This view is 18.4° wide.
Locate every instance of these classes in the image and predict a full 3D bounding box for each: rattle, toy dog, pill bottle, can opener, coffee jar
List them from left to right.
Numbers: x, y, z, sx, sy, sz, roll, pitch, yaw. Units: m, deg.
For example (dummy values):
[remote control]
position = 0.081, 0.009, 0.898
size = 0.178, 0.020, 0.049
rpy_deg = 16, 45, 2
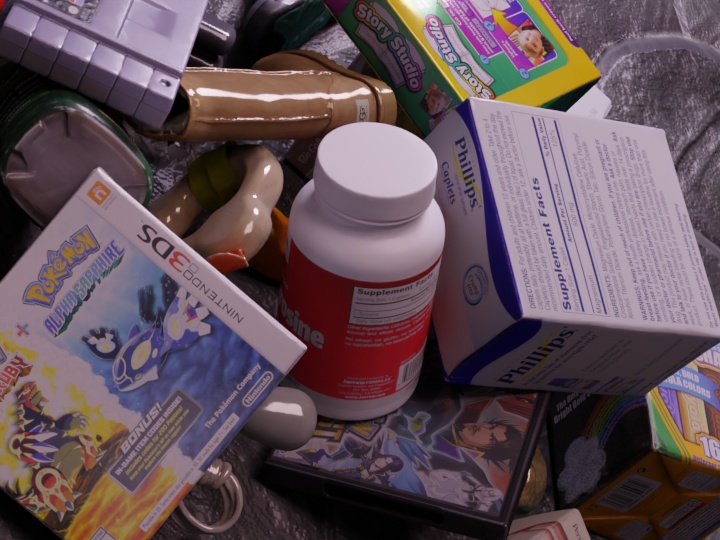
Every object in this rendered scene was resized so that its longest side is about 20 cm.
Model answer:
[coffee jar]
position = -0.210, -0.093, 1.541
size = 0.104, 0.085, 0.200
rpy_deg = 43, 4, -26
[can opener]
position = -0.191, -0.217, 1.732
size = 0.199, 0.053, 0.067
rpy_deg = 26, 30, -7
[toy dog]
position = -0.137, 0.076, 1.521
size = 0.200, 0.132, 0.096
rpy_deg = 40, 0, -15
[rattle]
position = -0.082, 0.003, 1.601
size = 0.143, 0.130, 0.200
rpy_deg = 68, -7, -27
[pill bottle]
position = 0.000, 0.000, 1.583
size = 0.111, 0.201, 0.113
rpy_deg = 5, 39, -4

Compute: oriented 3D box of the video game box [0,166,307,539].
[video game box]
position = -0.165, 0.066, 1.436
size = 0.182, 0.200, 0.047
rpy_deg = 40, -4, -5

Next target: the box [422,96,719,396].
[box]
position = 0.148, -0.014, 1.656
size = 0.199, 0.105, 0.185
rpy_deg = 7, 58, -34

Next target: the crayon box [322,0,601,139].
[crayon box]
position = 0.073, -0.195, 1.760
size = 0.172, 0.058, 0.200
rpy_deg = -27, 77, -47

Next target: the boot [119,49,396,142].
[boot]
position = -0.097, -0.131, 1.659
size = 0.199, 0.175, 0.067
rpy_deg = -4, 99, -39

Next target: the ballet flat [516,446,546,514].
[ballet flat]
position = 0.097, 0.103, 1.740
size = 0.070, 0.071, 0.201
rpy_deg = 8, 51, -38

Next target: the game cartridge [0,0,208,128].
[game cartridge]
position = -0.175, -0.182, 1.541
size = 0.129, 0.038, 0.200
rpy_deg = 28, 31, -11

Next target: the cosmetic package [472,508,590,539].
[cosmetic package]
position = 0.087, 0.253, 1.554
size = 0.200, 0.087, 0.104
rpy_deg = -28, 97, -50

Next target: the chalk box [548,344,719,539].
[chalk box]
position = 0.235, 0.109, 1.804
size = 0.123, 0.125, 0.201
rpy_deg = 23, 45, -26

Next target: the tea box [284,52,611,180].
[tea box]
position = 0.076, -0.118, 1.847
size = 0.196, 0.134, 0.200
rpy_deg = 40, 40, -7

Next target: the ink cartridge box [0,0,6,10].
[ink cartridge box]
position = -0.222, -0.247, 1.660
size = 0.173, 0.044, 0.201
rpy_deg = 21, 36, -15

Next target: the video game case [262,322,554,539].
[video game case]
position = 0.043, 0.106, 1.640
size = 0.180, 0.026, 0.200
rpy_deg = 14, 40, 9

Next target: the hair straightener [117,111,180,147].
[hair straightener]
position = -0.158, -0.123, 1.723
size = 0.199, 0.041, 0.077
rpy_deg = -5, 61, -50

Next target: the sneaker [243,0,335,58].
[sneaker]
position = -0.069, -0.239, 1.884
size = 0.087, 0.075, 0.200
rpy_deg = 39, 27, 7
